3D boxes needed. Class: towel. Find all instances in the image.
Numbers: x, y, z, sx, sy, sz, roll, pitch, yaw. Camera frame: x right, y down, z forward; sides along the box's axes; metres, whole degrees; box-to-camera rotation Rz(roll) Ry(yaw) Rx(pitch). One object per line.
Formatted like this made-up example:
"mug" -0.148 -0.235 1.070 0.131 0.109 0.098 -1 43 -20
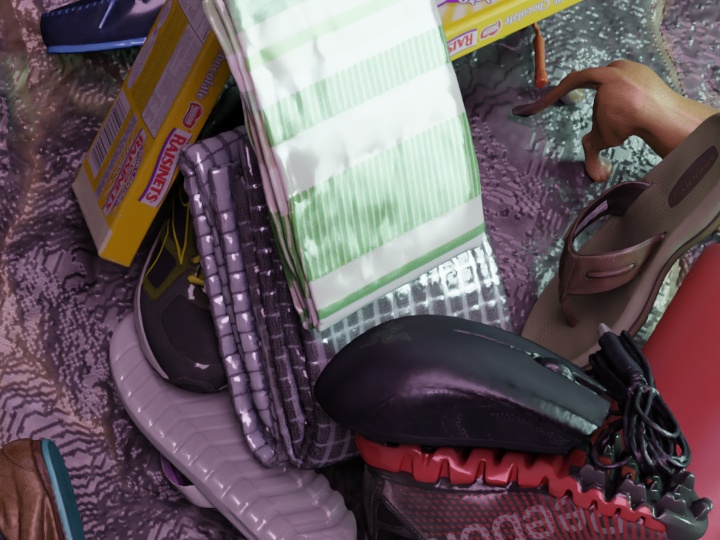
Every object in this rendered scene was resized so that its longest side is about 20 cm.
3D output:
"towel" -0.004 -0.085 1.502 0.152 0.023 0.201 -27 107 -37
"towel" 0.000 0.000 1.575 0.165 0.085 0.201 -18 101 -38

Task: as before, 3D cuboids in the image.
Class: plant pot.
"plant pot" 0.222 0.113 1.590 0.200 0.200 0.177 41 81 4

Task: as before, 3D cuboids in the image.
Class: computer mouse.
"computer mouse" 0.075 0.055 1.491 0.199 0.139 0.053 4 115 -10

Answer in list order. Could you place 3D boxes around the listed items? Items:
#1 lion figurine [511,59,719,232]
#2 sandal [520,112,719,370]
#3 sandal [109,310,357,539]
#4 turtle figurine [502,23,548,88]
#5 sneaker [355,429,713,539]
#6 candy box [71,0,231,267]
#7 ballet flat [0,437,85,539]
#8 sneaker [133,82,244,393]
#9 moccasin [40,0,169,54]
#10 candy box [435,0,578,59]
"lion figurine" 0.198 -0.085 1.672 0.199 0.123 0.073 16 71 -4
"sandal" 0.154 -0.021 1.629 0.057 0.201 0.080 22 26 -33
"sandal" -0.083 0.107 1.597 0.082 0.050 0.203 -21 61 -36
"turtle figurine" 0.057 -0.213 1.716 0.161 0.064 0.201 1 73 -10
"sneaker" 0.091 0.133 1.510 0.200 0.071 0.098 11 108 10
"candy box" -0.107 -0.109 1.586 0.026 0.102 0.200 21 108 -26
"ballet flat" -0.174 0.194 1.556 0.072 0.068 0.201 -25 78 4
"sneaker" -0.086 -0.026 1.607 0.074 0.085 0.201 10 60 -9
"moccasin" -0.099 -0.179 1.662 0.199 0.080 0.068 -16 101 -8
"candy box" 0.045 -0.167 1.610 0.200 0.026 0.102 -27 53 -27
